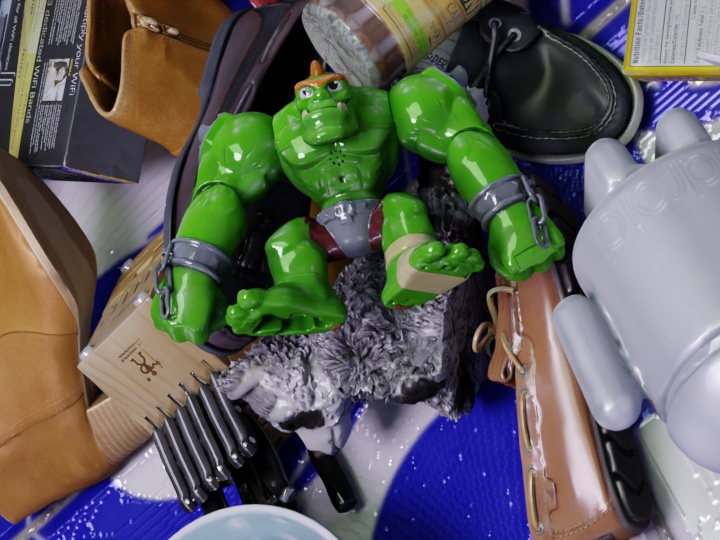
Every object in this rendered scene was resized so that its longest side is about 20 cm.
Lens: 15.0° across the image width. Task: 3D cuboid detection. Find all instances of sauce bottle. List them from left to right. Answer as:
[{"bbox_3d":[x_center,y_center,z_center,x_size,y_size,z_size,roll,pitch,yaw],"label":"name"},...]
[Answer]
[{"bbox_3d":[0.060,-0.176,1.442,0.200,0.065,0.065,-42,53,-13],"label":"sauce bottle"}]

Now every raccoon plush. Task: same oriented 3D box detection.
[{"bbox_3d":[0.000,0.000,1.461,0.133,0.097,0.201,4,80,20],"label":"raccoon plush"}]

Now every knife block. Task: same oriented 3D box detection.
[{"bbox_3d":[-0.069,0.071,1.549,0.064,0.176,0.200,-42,13,22],"label":"knife block"}]

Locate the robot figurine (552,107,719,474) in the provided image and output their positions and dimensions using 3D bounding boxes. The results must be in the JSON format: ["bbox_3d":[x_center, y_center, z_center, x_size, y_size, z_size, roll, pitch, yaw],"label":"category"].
[{"bbox_3d":[0.177,0.018,1.327,0.169,0.113,0.200,-26,61,-7],"label":"robot figurine"}]

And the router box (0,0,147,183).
[{"bbox_3d":[-0.168,-0.154,1.634,0.157,0.052,0.201,6,85,60],"label":"router box"}]

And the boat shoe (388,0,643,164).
[{"bbox_3d":[0.060,-0.113,1.475,0.199,0.066,0.075,31,98,37],"label":"boat shoe"}]

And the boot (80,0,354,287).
[{"bbox_3d":[-0.083,-0.068,1.514,0.071,0.144,0.202,-38,58,34],"label":"boot"}]

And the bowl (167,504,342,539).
[{"bbox_3d":[-0.031,0.228,1.448,0.200,0.105,0.202,-9,76,36],"label":"bowl"}]

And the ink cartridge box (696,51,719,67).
[{"bbox_3d":[0.272,-0.102,1.279,0.199,0.116,0.067,17,91,38],"label":"ink cartridge box"}]

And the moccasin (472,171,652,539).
[{"bbox_3d":[0.094,0.048,1.417,0.077,0.074,0.202,-17,80,25],"label":"moccasin"}]

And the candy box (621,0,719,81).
[{"bbox_3d":[0.195,-0.196,1.414,0.102,0.026,0.201,3,82,37],"label":"candy box"}]

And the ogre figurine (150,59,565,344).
[{"bbox_3d":[-0.009,-0.035,1.369,0.199,0.098,0.120,-21,63,23],"label":"ogre figurine"}]

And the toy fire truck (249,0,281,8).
[{"bbox_3d":[0.008,-0.221,1.482,0.199,0.141,0.049,-27,61,4],"label":"toy fire truck"}]

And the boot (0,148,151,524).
[{"bbox_3d":[-0.211,0.043,1.600,0.144,0.071,0.202,-29,99,18],"label":"boot"}]

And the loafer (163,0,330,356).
[{"bbox_3d":[-0.055,-0.055,1.437,0.063,0.072,0.201,-20,54,46],"label":"loafer"}]
